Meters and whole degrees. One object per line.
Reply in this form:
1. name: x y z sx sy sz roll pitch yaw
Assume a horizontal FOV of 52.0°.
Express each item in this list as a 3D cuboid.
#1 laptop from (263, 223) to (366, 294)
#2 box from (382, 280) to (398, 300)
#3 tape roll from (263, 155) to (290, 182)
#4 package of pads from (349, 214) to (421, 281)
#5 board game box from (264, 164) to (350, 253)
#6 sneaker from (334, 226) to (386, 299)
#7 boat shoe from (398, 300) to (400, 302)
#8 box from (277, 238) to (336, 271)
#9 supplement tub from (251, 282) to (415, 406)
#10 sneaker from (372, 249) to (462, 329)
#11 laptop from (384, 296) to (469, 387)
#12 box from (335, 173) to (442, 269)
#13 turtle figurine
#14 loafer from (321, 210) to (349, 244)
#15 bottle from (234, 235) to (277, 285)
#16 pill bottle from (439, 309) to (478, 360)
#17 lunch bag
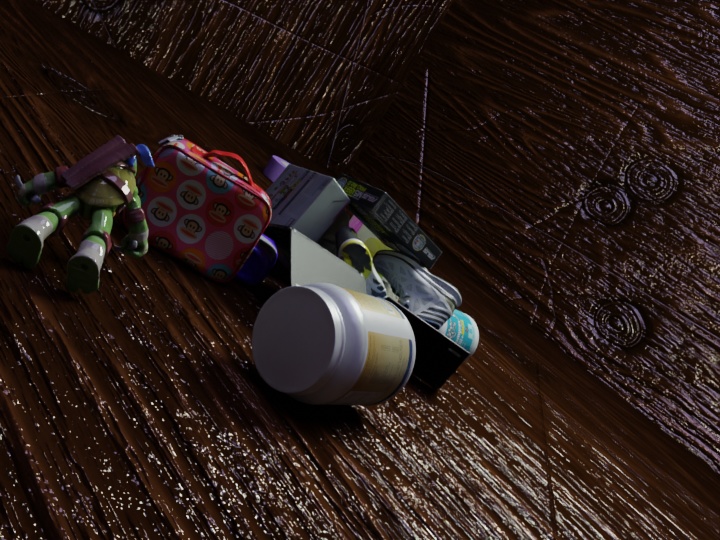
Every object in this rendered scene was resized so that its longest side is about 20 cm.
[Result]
1. laptop: -0.085 0.012 1.182 0.176 0.105 0.198 34 -15 -38
2. box: -0.012 0.035 1.466 0.081 0.070 0.199 15 -7 41
3. tape roll: -0.224 -0.300 2.455 0.198 0.066 0.200 34 9 -6
4. package of pads: 0.029 -0.054 1.690 0.154 0.202 0.068 37 6 21
5. board game box: -0.126 -0.117 1.413 0.064 0.148 0.199 47 -11 -33
6. sneaker: 0.000 0.000 1.358 0.202 0.073 0.085 77 -3 -45
7. boat shoe: 0.150 0.126 1.655 0.200 0.075 0.075 25 26 -18
8. box: -0.093 -0.047 1.563 0.198 0.097 0.176 26 12 -42
9. supplement tub: -0.030 0.095 0.930 0.144 0.146 0.199 39 11 31
10. sneaker: 0.085 0.044 1.413 0.199 0.116 0.076 30 -30 21
11. laptop: 0.101 0.123 1.366 0.176 0.104 0.200 35 10 2
12. box: 0.048 -0.095 1.426 0.200 0.045 0.160 42 -6 -39
13. turtle figurine: -0.324 -0.047 0.854 0.145 0.197 0.195 59 21 -28
14. loafer: -0.067 -0.113 1.473 0.075 0.069 0.200 27 12 -34
15. bottle: -0.184 -0.031 1.267 0.083 0.066 0.200 36 9 -7
16. pill bottle: 0.153 0.122 1.523 0.199 0.112 0.111 22 15 -48
17. lunch bag: -0.234 -0.100 1.098 0.198 0.177 0.082 32 13 -17
